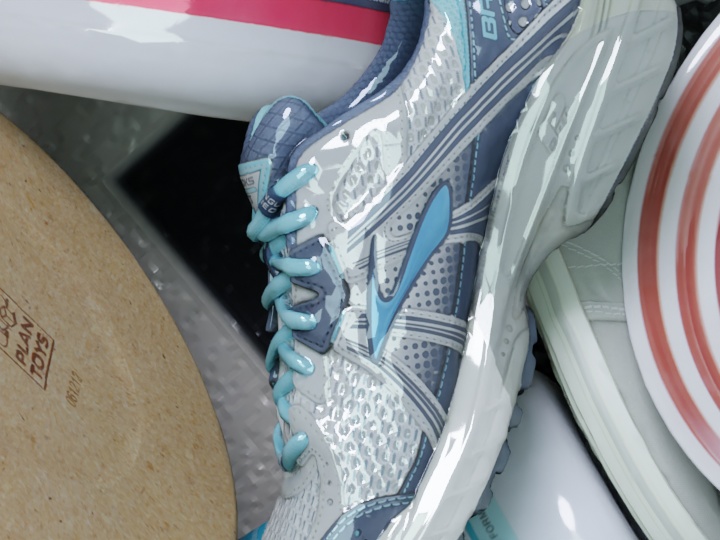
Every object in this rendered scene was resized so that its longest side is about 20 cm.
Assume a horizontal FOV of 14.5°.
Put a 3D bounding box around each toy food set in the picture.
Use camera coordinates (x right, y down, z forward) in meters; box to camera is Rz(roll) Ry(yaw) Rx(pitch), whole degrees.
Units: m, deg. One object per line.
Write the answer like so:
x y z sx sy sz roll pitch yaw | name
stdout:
-0.100 0.029 0.698 0.049 0.201 0.198 -35 130 20 | toy food set

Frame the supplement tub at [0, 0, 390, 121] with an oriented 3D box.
-0.043 -0.144 0.763 0.139 0.140 0.202 8 93 7 | supplement tub

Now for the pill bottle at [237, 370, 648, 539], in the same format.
-0.007 0.122 0.782 0.199 0.111 0.111 -32 88 7 | pill bottle

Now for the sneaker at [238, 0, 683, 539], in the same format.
0.000 0.000 0.704 0.086 0.078 0.201 25 82 -17 | sneaker

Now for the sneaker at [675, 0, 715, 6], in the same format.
0.062 -0.127 0.717 0.074 0.200 0.088 -11 73 25 | sneaker

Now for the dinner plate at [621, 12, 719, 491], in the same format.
0.161 -0.014 0.704 0.199 0.024 0.201 -13 58 21 | dinner plate

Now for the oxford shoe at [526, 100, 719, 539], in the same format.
0.070 -0.007 0.772 0.057 0.075 0.201 -21 69 6 | oxford shoe
